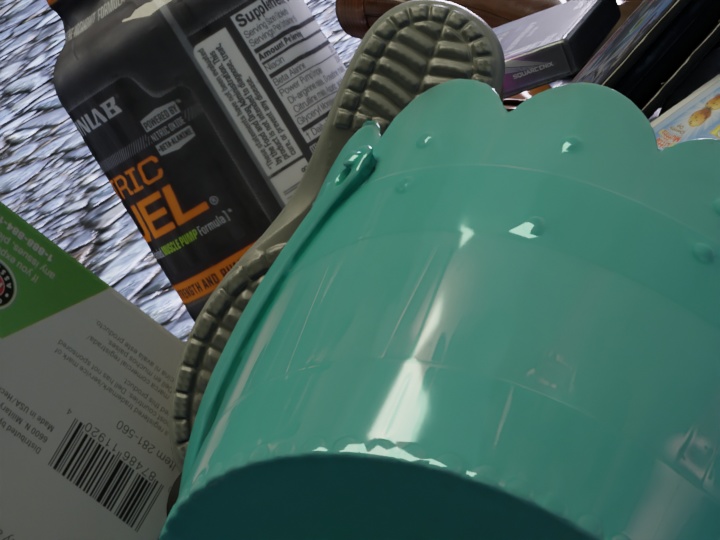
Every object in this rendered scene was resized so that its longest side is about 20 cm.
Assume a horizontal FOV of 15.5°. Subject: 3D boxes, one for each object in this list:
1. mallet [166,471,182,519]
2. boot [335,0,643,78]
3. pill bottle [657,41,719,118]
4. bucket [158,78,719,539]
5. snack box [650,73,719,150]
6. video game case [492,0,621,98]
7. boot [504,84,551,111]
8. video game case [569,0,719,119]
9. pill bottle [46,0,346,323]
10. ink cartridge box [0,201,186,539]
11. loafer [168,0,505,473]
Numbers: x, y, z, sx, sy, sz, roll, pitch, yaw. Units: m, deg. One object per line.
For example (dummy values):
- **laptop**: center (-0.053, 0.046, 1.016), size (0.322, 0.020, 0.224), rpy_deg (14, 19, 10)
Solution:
- **mallet**: center (-0.092, 0.109, 0.858), size (0.199, 0.041, 0.066), rpy_deg (-23, 14, -39)
- **boot**: center (0.116, -0.132, 1.351), size (0.186, 0.065, 0.199), rpy_deg (-17, 20, -41)
- **pill bottle**: center (0.178, -0.056, 0.976), size (0.113, 0.113, 0.200), rpy_deg (-11, 26, 44)
- **bucket**: center (0.049, 0.066, 0.728), size (0.207, 0.208, 0.135), rpy_deg (-13, 33, 40)
- **snack box**: center (0.167, 0.002, 0.827), size (0.072, 0.024, 0.200), rpy_deg (-35, 51, -14)
- **video game case**: center (0.012, -0.074, 1.165), size (0.199, 0.019, 0.143), rpy_deg (-18, 10, 17)
- **boot**: center (0.007, -0.038, 1.245), size (0.199, 0.077, 0.155), rpy_deg (-16, 12, -2)
- **video game case**: center (0.106, -0.080, 0.979), size (0.181, 0.025, 0.200), rpy_deg (-48, 1, 1)
- **pill bottle**: center (-0.053, -0.057, 1.054), size (0.106, 0.201, 0.106), rpy_deg (-31, 4, 3)
- **ink cartridge box**: center (-0.156, 0.088, 0.963), size (0.084, 0.146, 0.200), rpy_deg (-17, 38, 59)
- **loafer**: center (0.000, 0.000, 0.967), size (0.201, 0.075, 0.070), rpy_deg (-60, -16, 1)
